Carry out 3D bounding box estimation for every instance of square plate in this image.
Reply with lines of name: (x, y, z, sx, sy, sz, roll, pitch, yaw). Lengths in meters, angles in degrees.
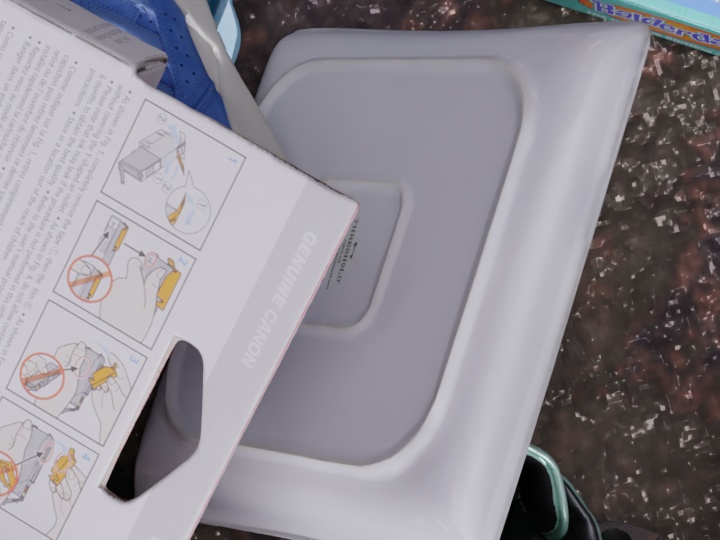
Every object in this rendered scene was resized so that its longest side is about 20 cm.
square plate: (0.000, 0.000, 0.975, 0.028, 0.198, 0.201, 27, 75, -39)

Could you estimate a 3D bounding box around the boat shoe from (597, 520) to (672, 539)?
boat shoe: (0.133, 0.185, 1.008, 0.074, 0.073, 0.200, -30, 75, -31)

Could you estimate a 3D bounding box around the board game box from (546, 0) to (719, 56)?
board game box: (0.153, -0.186, 1.068, 0.151, 0.045, 0.201, 17, 84, 0)

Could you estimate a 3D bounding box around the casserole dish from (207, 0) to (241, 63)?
casserole dish: (-0.141, -0.115, 1.053, 0.199, 0.039, 0.122, 26, 84, 1)

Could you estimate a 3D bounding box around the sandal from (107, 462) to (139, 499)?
sandal: (-0.151, 0.119, 0.977, 0.045, 0.200, 0.075, -39, 81, 35)

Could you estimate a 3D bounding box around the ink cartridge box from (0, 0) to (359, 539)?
ink cartridge box: (-0.114, 0.016, 0.900, 0.176, 0.045, 0.201, 29, 106, 5)

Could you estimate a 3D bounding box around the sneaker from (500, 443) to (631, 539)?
sneaker: (0.031, 0.066, 0.980, 0.073, 0.118, 0.201, -9, 60, -31)

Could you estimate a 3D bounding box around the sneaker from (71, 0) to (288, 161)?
sneaker: (-0.112, -0.079, 0.965, 0.077, 0.111, 0.200, -36, 79, 40)
